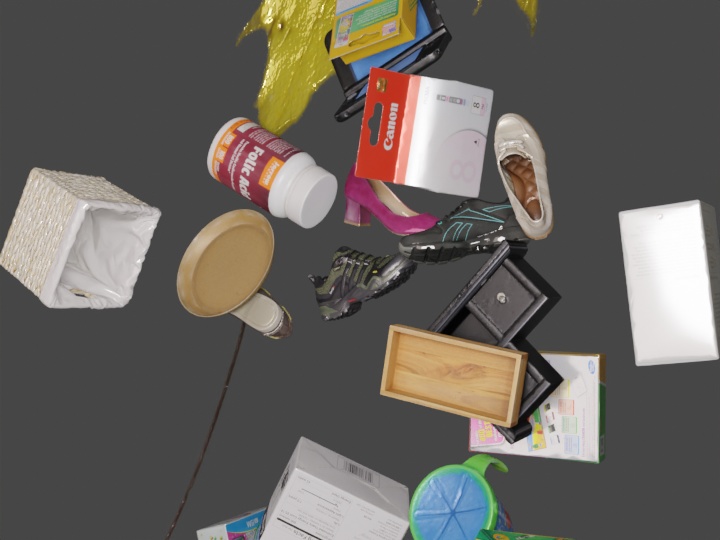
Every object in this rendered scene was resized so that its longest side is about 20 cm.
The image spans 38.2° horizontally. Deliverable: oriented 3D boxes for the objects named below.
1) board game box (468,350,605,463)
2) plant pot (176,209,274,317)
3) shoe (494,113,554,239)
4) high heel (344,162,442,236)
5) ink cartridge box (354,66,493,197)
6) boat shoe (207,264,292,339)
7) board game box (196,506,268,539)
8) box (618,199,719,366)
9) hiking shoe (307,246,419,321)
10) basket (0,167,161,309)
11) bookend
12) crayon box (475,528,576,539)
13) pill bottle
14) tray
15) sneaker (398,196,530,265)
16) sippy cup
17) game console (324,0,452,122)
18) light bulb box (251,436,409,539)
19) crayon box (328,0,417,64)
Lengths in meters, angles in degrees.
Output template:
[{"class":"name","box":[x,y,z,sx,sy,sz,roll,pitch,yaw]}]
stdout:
[{"class":"board game box","box":[0.258,0.194,1.522,0.197,0.040,0.156,1,90,27]},{"class":"plant pot","box":[-0.220,-0.008,1.732,0.197,0.027,0.203,-17,53,24]},{"class":"shoe","box":[0.238,-0.145,1.509,0.069,0.053,0.203,-20,68,17]},{"class":"high heel","box":[0.060,-0.108,1.612,0.198,0.067,0.098,14,102,37]},{"class":"ink cartridge box","box":[0.097,-0.201,1.522,0.057,0.198,0.166,15,97,54]},{"class":"boat shoe","box":[-0.185,0.053,1.729,0.199,0.059,0.072,32,84,42]},{"class":"board game box","box":[-0.179,0.500,1.685,0.064,0.147,0.203,-18,82,27]},{"class":"box","box":[0.419,0.017,1.377,0.105,0.152,0.204,-7,86,25]},{"class":"hiking shoe","box":[0.000,0.000,1.633,0.199,0.075,0.102,-31,80,24]},{"class":"basket","box":[-0.492,-0.054,1.820,0.160,0.197,0.203,29,103,28]},{"class":"bookend","box":[0.220,0.099,1.467,0.200,0.092,0.199,47,109,18]},{"class":"crayon box","box":[0.228,0.434,1.450,0.058,0.198,0.120,37,108,53]},{"class":"pill bottle","box":[-0.142,-0.156,1.683,0.199,0.114,0.116,31,103,24]},{"class":"tray","box":[0.128,0.144,1.442,0.197,0.037,0.100,11,96,26]},{"class":"sneaker","box":[0.150,-0.059,1.537,0.196,0.076,0.081,-8,73,-8]},{"class":"sippy cup","box":[0.157,0.368,1.512,0.177,0.130,0.141,-35,50,12]},{"class":"game console","box":[0.028,-0.345,1.601,0.198,0.176,0.117,-30,106,24]},{"class":"light bulb box","box":[-0.052,0.402,1.594,0.196,0.125,0.202,26,103,-4]},{"class":"crayon box","box":[0.022,-0.398,1.584,0.124,0.052,0.203,-14,53,28]}]
